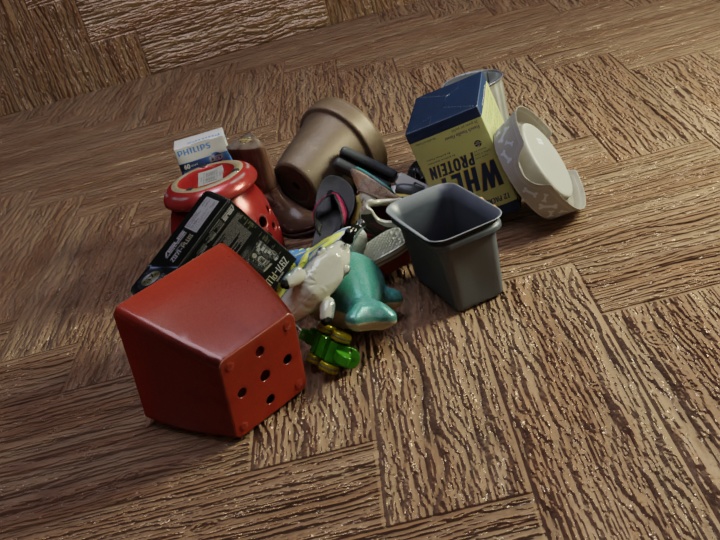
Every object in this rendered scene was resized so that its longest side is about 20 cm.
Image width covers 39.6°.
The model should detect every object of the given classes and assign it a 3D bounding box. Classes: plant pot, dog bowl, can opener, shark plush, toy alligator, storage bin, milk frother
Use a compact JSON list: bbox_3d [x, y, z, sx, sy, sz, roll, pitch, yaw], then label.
[{"bbox_3d":[-0.188,0.112,1.384,0.176,0.201,0.200,23,44,38],"label":"plant pot"},{"bbox_3d":[-0.259,-0.092,1.840,0.200,0.183,0.201,-15,25,7],"label":"plant pot"},{"bbox_3d":[0.296,-0.175,1.673,0.059,0.200,0.200,-33,17,27],"label":"dog bowl"},{"bbox_3d":[0.047,-0.175,1.859,0.200,0.067,0.053,26,74,3],"label":"can opener"},{"bbox_3d":[-0.063,-0.006,1.450,0.200,0.091,0.083,-65,16,-21],"label":"shark plush"},{"bbox_3d":[-0.075,-0.210,1.969,0.200,0.201,0.175,10,46,44],"label":"plant pot"},{"bbox_3d":[-0.050,0.108,1.462,0.054,0.059,0.200,20,2,-32],"label":"toy alligator"},{"bbox_3d":[0.146,-0.037,1.538,0.145,0.135,0.200,-23,27,-14],"label":"storage bin"},{"bbox_3d":[0.181,-0.262,1.910,0.200,0.189,0.180,-29,27,-25],"label":"milk frother"}]

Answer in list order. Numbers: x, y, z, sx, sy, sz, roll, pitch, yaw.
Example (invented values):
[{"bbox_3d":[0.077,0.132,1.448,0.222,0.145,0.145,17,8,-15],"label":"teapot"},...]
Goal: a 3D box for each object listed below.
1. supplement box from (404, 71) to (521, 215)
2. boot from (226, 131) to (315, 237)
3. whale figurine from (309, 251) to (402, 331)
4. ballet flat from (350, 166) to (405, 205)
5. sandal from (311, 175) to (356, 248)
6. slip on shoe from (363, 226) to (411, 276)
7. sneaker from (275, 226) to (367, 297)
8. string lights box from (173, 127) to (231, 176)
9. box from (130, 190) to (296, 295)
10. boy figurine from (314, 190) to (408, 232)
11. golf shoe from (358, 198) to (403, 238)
[{"bbox_3d":[0.187,-0.209,1.762,0.134,0.200,0.200,-20,23,19],"label":"supplement box"},{"bbox_3d":[-0.160,-0.166,1.902,0.186,0.201,0.064,3,31,37],"label":"boot"},{"bbox_3d":[-0.011,0.032,1.489,0.159,0.104,0.200,-2,13,-16],"label":"whale figurine"},{"bbox_3d":[0.049,-0.110,1.749,0.200,0.068,0.067,32,84,20],"label":"ballet flat"},{"bbox_3d":[-0.053,-0.093,1.772,0.075,0.045,0.201,-4,56,16],"label":"sandal"},{"bbox_3d":[0.000,0.000,1.645,0.200,0.061,0.074,-28,46,5],"label":"slip on shoe"},{"bbox_3d":[-0.082,-0.019,1.616,0.200,0.076,0.105,-40,42,9],"label":"sneaker"},{"bbox_3d":[-0.292,-0.171,1.992,0.102,0.201,0.059,-16,25,-2],"label":"string lights box"},{"bbox_3d":[-0.226,0.006,1.553,0.200,0.164,0.086,-55,36,-9],"label":"box"},{"bbox_3d":[0.015,-0.107,1.827,0.199,0.065,0.125,-11,52,7],"label":"boy figurine"},{"bbox_3d":[0.095,-0.078,1.662,0.199,0.088,0.077,4,72,4],"label":"golf shoe"}]
